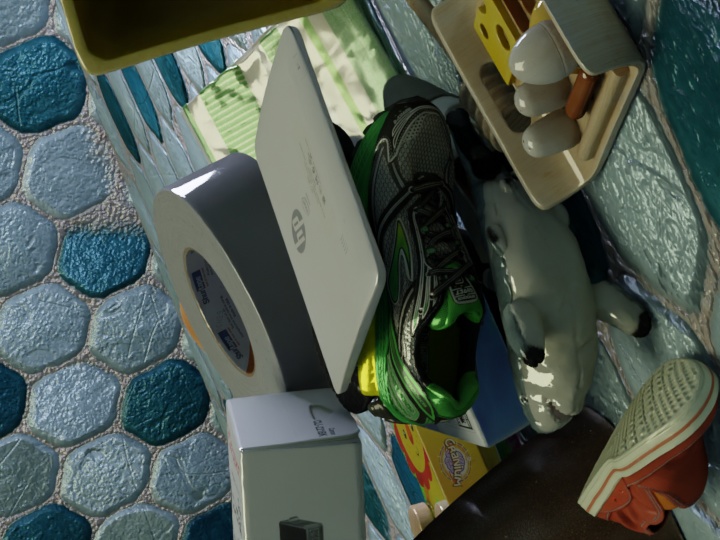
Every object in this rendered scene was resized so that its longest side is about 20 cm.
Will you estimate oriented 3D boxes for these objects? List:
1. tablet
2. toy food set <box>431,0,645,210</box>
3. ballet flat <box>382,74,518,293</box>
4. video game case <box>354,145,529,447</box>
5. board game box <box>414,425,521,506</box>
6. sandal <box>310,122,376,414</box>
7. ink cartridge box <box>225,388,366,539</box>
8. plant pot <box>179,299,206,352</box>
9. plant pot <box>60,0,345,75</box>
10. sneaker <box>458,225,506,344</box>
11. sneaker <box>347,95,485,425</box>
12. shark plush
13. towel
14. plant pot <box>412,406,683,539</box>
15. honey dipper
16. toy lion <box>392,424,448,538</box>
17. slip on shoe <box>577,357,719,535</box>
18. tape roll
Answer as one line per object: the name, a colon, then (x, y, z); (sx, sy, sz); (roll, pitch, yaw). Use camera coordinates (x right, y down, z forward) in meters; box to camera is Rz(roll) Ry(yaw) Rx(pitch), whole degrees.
tablet: (-0.029, -0.038, 1.267); (0.130, 0.014, 0.201); (109, 149, -52)
toy food set: (0.084, -0.129, 1.116); (0.144, 0.060, 0.200); (62, 168, 15)
ballet flat: (0.083, -0.061, 1.308); (0.201, 0.067, 0.064); (60, 141, 20)
video game case: (0.028, 0.012, 1.375); (0.201, 0.045, 0.181); (67, 162, -12)
board game box: (0.075, 0.106, 1.566); (0.153, 0.040, 0.201); (-56, -57, -74)
sandal: (0.000, 0.000, 1.311); (0.075, 0.045, 0.201); (27, 126, 54)
ink cartridge box: (-0.042, 0.194, 1.376); (0.144, 0.083, 0.202); (-127, 34, -78)
plant pot: (-0.048, -0.022, 1.677); (0.200, 0.199, 0.141); (55, 149, 42)
plant pot: (-0.132, -0.276, 1.479); (0.200, 0.194, 0.195); (-108, 3, -73)
sneaker: (0.072, -0.004, 1.479); (0.200, 0.083, 0.072); (36, 109, 40)
sneaker: (0.045, -0.005, 1.232); (0.085, 0.078, 0.202); (3, 100, 54)
shark plush: (0.085, -0.003, 1.230); (0.201, 0.091, 0.083); (58, 151, 11)
towel: (-0.042, -0.113, 1.533); (0.200, 0.023, 0.153); (-37, 75, 36)
plant pot: (0.107, 0.221, 1.408); (0.188, 0.199, 0.187); (61, 168, 22)
honey dipper: (0.053, -0.146, 1.286); (0.200, 0.038, 0.038); (56, 166, 42)
toy lion: (0.066, 0.156, 1.845); (0.200, 0.068, 0.193); (143, 109, -78)
slip on shoe: (0.181, 0.108, 1.201); (0.061, 0.074, 0.200); (28, 155, 5)
tape roll: (-0.077, 0.017, 1.500); (0.201, 0.066, 0.201); (53, 160, 30)
